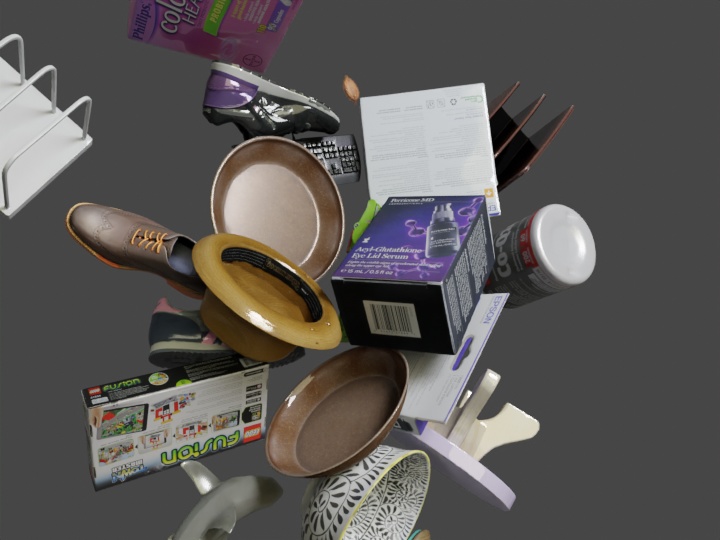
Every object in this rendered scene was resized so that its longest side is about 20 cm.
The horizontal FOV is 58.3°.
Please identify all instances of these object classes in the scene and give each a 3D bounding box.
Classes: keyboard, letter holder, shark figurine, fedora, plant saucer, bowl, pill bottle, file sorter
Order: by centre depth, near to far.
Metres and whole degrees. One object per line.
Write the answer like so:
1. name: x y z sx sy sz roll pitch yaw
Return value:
1. shark figurine: -0.163 0.295 0.686 0.129 0.088 0.216 49 52 -24
2. file sorter: -0.412 -0.190 0.699 0.199 0.124 0.140 42 60 -11
3. fedora: -0.115 0.043 0.735 0.198 0.082 0.201 34 18 -13
4. plant saucer: -0.022 0.170 0.763 0.201 0.198 0.037 -50 119 -31
5. bowl: -0.009 0.281 0.763 0.093 0.204 0.200 26 51 31
6. plant saucer: -0.111 -0.073 0.855 0.196 0.036 0.206 7 78 -35
7. keyboard: -0.091 -0.180 0.934 0.196 0.021 0.130 -12 80 -32
8. pill bottle: 0.235 -0.009 0.951 0.111 0.199 0.117 9 69 -25
9. letter holder: 0.245 -0.224 1.061 0.101 0.142 0.201 46 59 -7

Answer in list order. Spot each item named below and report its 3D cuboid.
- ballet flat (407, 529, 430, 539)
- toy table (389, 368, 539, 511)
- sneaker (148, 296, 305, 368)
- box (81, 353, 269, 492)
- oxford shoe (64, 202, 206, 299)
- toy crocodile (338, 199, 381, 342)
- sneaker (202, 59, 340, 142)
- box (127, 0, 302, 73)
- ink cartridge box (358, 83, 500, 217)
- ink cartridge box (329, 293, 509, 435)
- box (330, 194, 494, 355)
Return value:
1. ballet flat: 0.047 0.412 0.779 0.199 0.071 0.069 -42 130 -32
2. toy table: 0.133 0.205 0.850 0.198 0.184 0.118 35 72 -1
3. sneaker: -0.157 0.073 0.787 0.196 0.070 0.084 9 58 -33
4. box: -0.199 0.162 0.715 0.196 0.035 0.113 -10 121 -31
5. oxford shoe: -0.248 -0.033 0.767 0.196 0.073 0.073 24 64 -20
6. toy crocodile: 0.000 0.000 0.895 0.067 0.060 0.205 40 57 -60
7. sneaker: -0.123 -0.208 0.888 0.196 0.075 0.090 15 94 -30
8. box: -0.191 -0.371 0.848 0.195 0.175 0.099 8 69 -26
9. ink cartridge box: 0.102 -0.167 0.969 0.194 0.041 0.206 -6 84 0
10. ink cartridge box: 0.079 0.112 0.829 0.044 0.197 0.200 53 56 -29
11. box: 0.074 -0.002 0.814 0.201 0.144 0.106 -57 140 -47
